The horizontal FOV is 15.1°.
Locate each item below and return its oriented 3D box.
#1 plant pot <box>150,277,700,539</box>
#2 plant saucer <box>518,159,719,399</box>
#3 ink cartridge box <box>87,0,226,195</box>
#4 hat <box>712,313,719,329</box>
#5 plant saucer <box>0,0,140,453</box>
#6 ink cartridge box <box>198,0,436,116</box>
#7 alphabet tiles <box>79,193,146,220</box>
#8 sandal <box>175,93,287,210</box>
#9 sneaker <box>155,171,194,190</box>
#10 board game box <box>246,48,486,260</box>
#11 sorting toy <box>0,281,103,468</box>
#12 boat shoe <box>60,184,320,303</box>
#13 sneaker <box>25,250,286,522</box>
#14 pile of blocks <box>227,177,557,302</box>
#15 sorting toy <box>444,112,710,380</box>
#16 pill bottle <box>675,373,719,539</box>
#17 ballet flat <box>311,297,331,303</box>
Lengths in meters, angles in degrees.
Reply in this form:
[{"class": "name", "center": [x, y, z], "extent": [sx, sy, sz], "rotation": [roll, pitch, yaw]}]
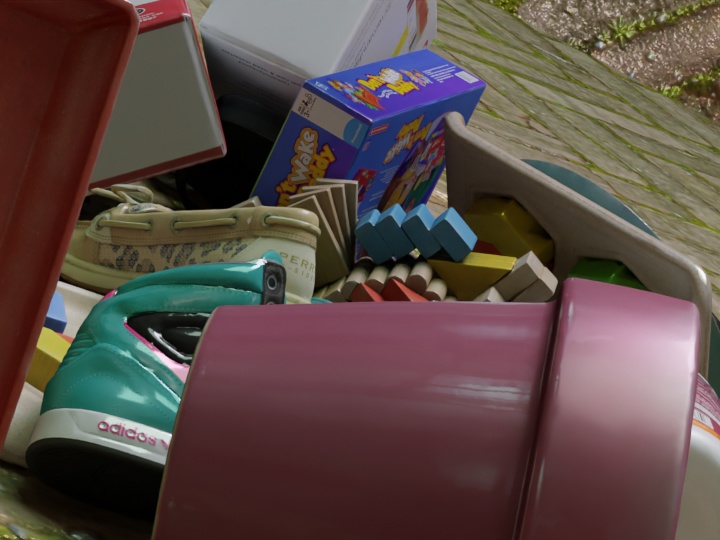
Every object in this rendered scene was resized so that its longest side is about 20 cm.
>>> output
[{"class": "plant pot", "center": [0.020, 0.092, 1.006], "extent": [0.178, 0.201, 0.200], "rotation": [11, 12, 4]}, {"class": "plant saucer", "center": [0.134, 0.025, 1.587], "extent": [0.200, 0.027, 0.200], "rotation": [39, -27, 24]}, {"class": "ink cartridge box", "center": [-0.158, -0.106, 1.486], "extent": [0.144, 0.084, 0.200], "rotation": [-16, 19, -2]}, {"class": "hat", "center": [0.176, 0.035, 1.757], "extent": [0.200, 0.081, 0.201], "rotation": [25, 14, -6]}, {"class": "plant saucer", "center": [-0.206, -0.042, 1.058], "extent": [0.200, 0.200, 0.037], "rotation": [19, -3, -31]}, {"class": "ink cartridge box", "center": [-0.020, -0.140, 1.588], "extent": [0.083, 0.145, 0.200], "rotation": [24, -18, 10]}, {"class": "alphabet tiles", "center": [-0.089, -0.001, 1.540], "extent": [0.200, 0.006, 0.166], "rotation": [23, 13, -16]}, {"class": "sandal", "center": [-0.079, -0.054, 1.577], "extent": [0.075, 0.048, 0.200], "rotation": [25, -13, -2]}, {"class": "sneaker", "center": [-0.084, -0.070, 1.704], "extent": [0.199, 0.075, 0.081], "rotation": [23, 25, 0]}, {"class": "board game box", "center": [-0.005, -0.048, 1.531], "extent": [0.045, 0.135, 0.200], "rotation": [31, 18, 13]}, {"class": "sorting toy", "center": [-0.111, 0.047, 1.228], "extent": [0.185, 0.037, 0.200], "rotation": [20, 14, -29]}, {"class": "boat shoe", "center": [-0.085, -0.007, 1.344], "extent": [0.073, 0.063, 0.200], "rotation": [20, -5, -41]}, {"class": "sneaker", "center": [-0.035, 0.057, 1.141], "extent": [0.200, 0.121, 0.084], "rotation": [22, -30, -19]}, {"class": "pile of blocks", "center": [0.000, 0.000, 1.403], "extent": [0.199, 0.082, 0.062], "rotation": [1, 17, 9]}, {"class": "sorting toy", "center": [0.115, 0.025, 1.524], "extent": [0.036, 0.185, 0.200], "rotation": [-37, 56, -25]}, {"class": "pill bottle", "center": [0.134, 0.099, 1.344], "extent": [0.109, 0.110, 0.200], "rotation": [26, 13, -4]}, {"class": "ballet flat", "center": [-0.002, 0.080, 1.287], "extent": [0.064, 0.067, 0.200], "rotation": [63, -5, -28]}]
